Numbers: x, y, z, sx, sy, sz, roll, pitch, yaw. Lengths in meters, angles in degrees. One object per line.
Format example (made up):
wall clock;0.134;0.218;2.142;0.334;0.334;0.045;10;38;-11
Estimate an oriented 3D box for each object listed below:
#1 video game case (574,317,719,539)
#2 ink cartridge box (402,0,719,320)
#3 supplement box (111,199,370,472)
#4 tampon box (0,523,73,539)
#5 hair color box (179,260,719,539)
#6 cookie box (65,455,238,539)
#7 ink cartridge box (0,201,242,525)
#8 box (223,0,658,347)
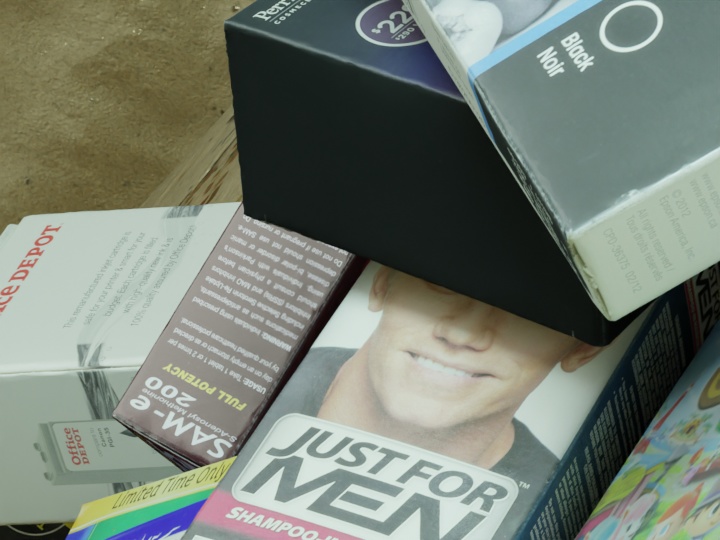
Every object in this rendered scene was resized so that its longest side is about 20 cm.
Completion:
video game case;0.118;0.043;0.803;0.182;0.022;0.200;-54;8;-23
ink cartridge box;0.111;-0.106;0.844;0.199;0.043;0.198;-29;46;-1
supplement box;0.000;0.000;1.131;0.201;0.061;0.109;-59;-32;-9
tampon box;-0.159;0.137;1.465;0.126;0.150;0.200;-52;8;-4
hair color box;0.030;0.054;0.929;0.200;0.100;0.061;-56;-32;-34
cookie box;-0.077;0.168;1.003;0.171;0.075;0.201;-23;35;58
ink cartridge box;-0.072;0.036;1.295;0.199;0.083;0.147;-4;28;18
box;0.074;-0.074;0.956;0.200;0.141;0.079;-39;-46;-39
